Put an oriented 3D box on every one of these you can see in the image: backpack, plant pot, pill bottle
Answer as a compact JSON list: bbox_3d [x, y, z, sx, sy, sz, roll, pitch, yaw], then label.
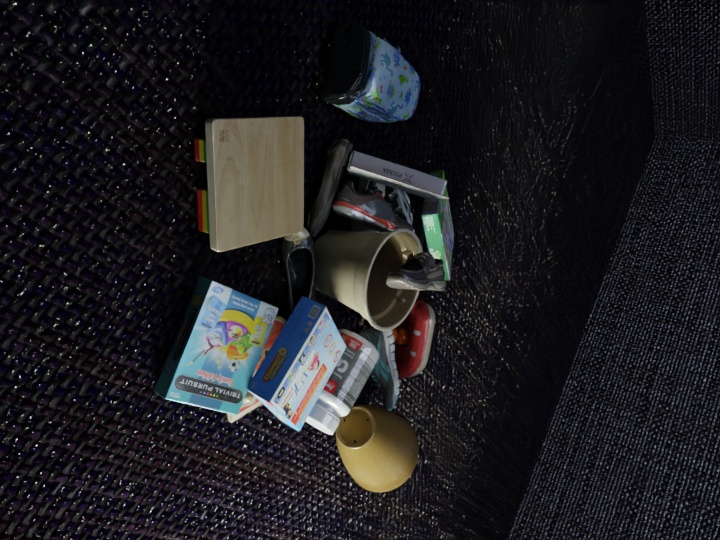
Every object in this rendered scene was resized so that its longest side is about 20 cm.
[{"bbox_3d":[0.027,-0.367,1.157,0.200,0.152,0.166,28,73,-66],"label":"backpack"},{"bbox_3d":[0.000,0.000,1.197,0.199,0.182,0.204,-22,119,-47],"label":"plant pot"},{"bbox_3d":[-0.051,0.239,1.273,0.201,0.113,0.114,-59,141,-21],"label":"pill bottle"},{"bbox_3d":[0.021,0.385,1.341,0.188,0.184,0.201,-60,149,-19],"label":"plant pot"}]

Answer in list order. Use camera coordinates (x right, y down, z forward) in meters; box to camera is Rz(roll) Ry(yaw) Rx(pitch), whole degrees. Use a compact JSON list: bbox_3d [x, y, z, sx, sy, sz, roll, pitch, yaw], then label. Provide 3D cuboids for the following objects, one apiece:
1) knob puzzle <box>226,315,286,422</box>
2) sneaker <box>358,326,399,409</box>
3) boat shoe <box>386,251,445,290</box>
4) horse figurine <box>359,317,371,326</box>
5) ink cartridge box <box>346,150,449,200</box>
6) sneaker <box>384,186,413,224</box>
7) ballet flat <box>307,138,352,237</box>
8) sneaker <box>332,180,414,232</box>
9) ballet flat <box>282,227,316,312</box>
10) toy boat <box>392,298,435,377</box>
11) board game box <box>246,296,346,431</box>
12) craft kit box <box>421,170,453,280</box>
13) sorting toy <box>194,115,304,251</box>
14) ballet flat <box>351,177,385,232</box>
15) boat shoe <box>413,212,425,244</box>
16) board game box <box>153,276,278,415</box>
[{"bbox_3d":[-0.183,0.175,1.143,0.218,0.030,0.223,-23,119,-48],"label":"knob puzzle"},{"bbox_3d":[0.038,0.226,1.384,0.078,0.090,0.203,118,-35,-75],"label":"sneaker"},{"bbox_3d":[0.107,0.000,1.137,0.199,0.073,0.075,5,89,-63],"label":"boat shoe"},{"bbox_3d":[0.038,0.057,1.346,0.200,0.049,0.134,94,16,-73],"label":"horse figurine"},{"bbox_3d":[0.072,-0.186,1.154,0.174,0.197,0.044,-129,-124,-85],"label":"ink cartridge box"},{"bbox_3d":[0.091,-0.121,1.336,0.088,0.073,0.203,-19,96,-57],"label":"sneaker"},{"bbox_3d":[-0.069,-0.166,1.169,0.067,0.046,0.203,-9,120,-87],"label":"ballet flat"},{"bbox_3d":[0.039,-0.127,1.210,0.198,0.077,0.083,20,86,-34],"label":"sneaker"},{"bbox_3d":[-0.113,0.006,1.142,0.065,0.057,0.203,-8,116,-8],"label":"ballet flat"},{"bbox_3d":[0.100,0.165,1.472,0.129,0.130,0.203,7,97,-23],"label":"toy boat"},{"bbox_3d":[-0.114,0.183,1.137,0.201,0.055,0.197,-59,157,-21],"label":"board game box"},{"bbox_3d":[0.197,-0.113,1.478,0.199,0.048,0.202,-79,158,-50],"label":"craft kit box"},{"bbox_3d":[-0.186,-0.153,0.987,0.198,0.069,0.203,-19,117,-49],"label":"sorting toy"},{"bbox_3d":[0.022,-0.132,1.276,0.069,0.069,0.203,-8,108,-52],"label":"ballet flat"},{"bbox_3d":[0.104,-0.069,1.398,0.202,0.073,0.063,-49,174,-29],"label":"boat shoe"},{"bbox_3d":[-0.242,0.132,1.012,0.150,0.047,0.203,27,80,-43],"label":"board game box"}]
